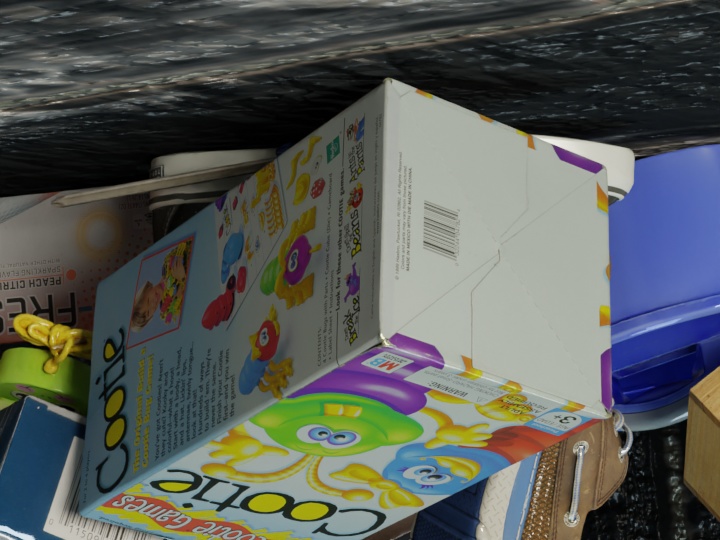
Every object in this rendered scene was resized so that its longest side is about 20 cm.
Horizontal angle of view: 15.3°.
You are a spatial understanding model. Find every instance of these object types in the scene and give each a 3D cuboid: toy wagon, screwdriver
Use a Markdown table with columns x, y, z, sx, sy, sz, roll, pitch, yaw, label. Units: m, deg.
| x | y | z | sx | sy | sz | roll | pitch | yaw | label |
| --- | --- | --- | --- | --- | --- | --- | --- | --- | --- |
| -0.138 | 0.071 | 1.167 | 0.155 | 0.040 | 0.200 | 15 | 159 | -1 | toy wagon |
| -0.044 | -0.044 | 1.040 | 0.200 | 0.029 | 0.028 | -3 | 177 | 34 | screwdriver |

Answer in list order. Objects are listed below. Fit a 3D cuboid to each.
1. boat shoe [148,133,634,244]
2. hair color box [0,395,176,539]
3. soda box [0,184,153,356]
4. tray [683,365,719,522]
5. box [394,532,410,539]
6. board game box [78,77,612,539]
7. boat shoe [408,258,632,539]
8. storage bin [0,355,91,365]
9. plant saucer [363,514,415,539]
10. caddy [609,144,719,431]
| x | y | z | sx | sy | sz | roll | pitch | yaw | label |
| --- | --- | --- | --- | --- | --- | --- | --- | --- | --- |
| 0.014 | -0.020 | 1.100 | 0.199 | 0.064 | 0.071 | -4 | 175 | 2 | boat shoe |
| -0.141 | 0.115 | 1.139 | 0.100 | 0.061 | 0.200 | 26 | 156 | -19 | hair color box |
| -0.159 | 0.003 | 1.205 | 0.199 | 0.069 | 0.064 | -6 | 174 | 14 | soda box |
| 0.229 | 0.026 | 1.171 | 0.200 | 0.037 | 0.099 | -35 | 155 | -13 | tray |
| -0.059 | 0.084 | 1.448 | 0.117 | 0.201 | 0.197 | -1 | 174 | -24 | box |
| -0.009 | 0.028 | 1.002 | 0.103 | 0.105 | 0.200 | 19 | 148 | -30 | board game box |
| 0.074 | 0.073 | 1.149 | 0.072 | 0.200 | 0.072 | 10 | -167 | -34 | boat shoe |
| -0.151 | 0.089 | 1.330 | 0.135 | 0.201 | 0.094 | -1 | -167 | -28 | storage bin |
| -0.011 | 0.116 | 1.254 | 0.200 | 0.035 | 0.200 | -26 | 171 | -4 | plant saucer |
| 0.132 | 0.020 | 1.228 | 0.200 | 0.105 | 0.141 | -22 | 162 | 37 | caddy |
